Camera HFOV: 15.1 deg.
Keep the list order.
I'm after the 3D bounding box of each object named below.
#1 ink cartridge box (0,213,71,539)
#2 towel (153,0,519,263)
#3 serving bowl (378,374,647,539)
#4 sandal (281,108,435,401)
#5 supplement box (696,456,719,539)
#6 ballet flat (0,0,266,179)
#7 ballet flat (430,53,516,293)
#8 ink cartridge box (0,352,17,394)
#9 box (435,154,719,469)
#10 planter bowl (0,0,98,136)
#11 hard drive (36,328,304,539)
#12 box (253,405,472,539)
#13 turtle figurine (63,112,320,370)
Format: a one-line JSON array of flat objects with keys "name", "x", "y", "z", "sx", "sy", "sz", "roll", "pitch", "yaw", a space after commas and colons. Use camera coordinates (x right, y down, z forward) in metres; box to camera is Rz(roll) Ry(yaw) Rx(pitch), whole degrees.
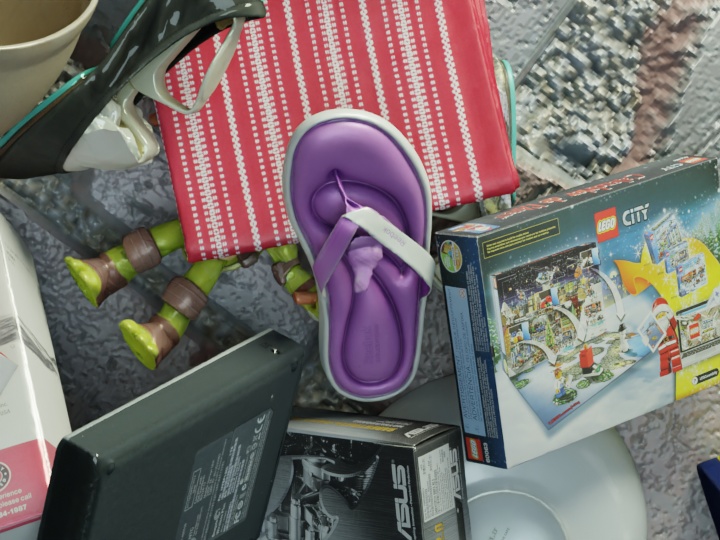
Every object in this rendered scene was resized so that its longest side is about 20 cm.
[{"name": "ink cartridge box", "x": -0.243, "y": 0.081, "z": 1.535, "sx": 0.146, "sy": 0.083, "sz": 0.201, "roll": -18, "pitch": 62, "yaw": 5}, {"name": "towel", "x": -0.016, "y": -0.093, "z": 1.561, "sx": 0.199, "sy": 0.022, "sz": 0.145, "roll": -12, "pitch": 82, "yaw": -1}, {"name": "serving bowl", "x": 0.082, "y": 0.165, "z": 1.654, "sx": 0.199, "sy": 0.066, "sz": 0.201, "roll": -1, "pitch": 103, "yaw": -6}, {"name": "sandal", "x": 0.007, "y": -0.002, "z": 1.531, "sx": 0.082, "sy": 0.050, "sz": 0.203, "roll": -14, "pitch": 128, "yaw": -3}, {"name": "supplement box", "x": 0.323, "y": 0.146, "z": 1.650, "sx": 0.199, "sy": 0.109, "sz": 0.110, "roll": -20, "pitch": 103, "yaw": -1}, {"name": "ballet flat", "x": -0.128, "y": -0.102, "z": 1.525, "sx": 0.200, "sy": 0.068, "sz": 0.068, "roll": -44, "pitch": 82, "yaw": 23}, {"name": "ballet flat", "x": 0.066, "y": -0.026, "z": 1.609, "sx": 0.072, "sy": 0.072, "sz": 0.202, "roll": -9, "pitch": 96, "yaw": -4}, {"name": "ink cartridge box", "x": -0.296, "y": 0.035, "z": 1.472, "sx": 0.199, "sy": 0.084, "sz": 0.176, "roll": 27, "pitch": 80, "yaw": 27}, {"name": "box", "x": 0.137, "y": 0.021, "z": 1.589, "sx": 0.199, "sy": 0.038, "sz": 0.137, "roll": -18, "pitch": 105, "yaw": -37}, {"name": "planter bowl", "x": -0.256, "y": -0.133, "z": 1.507, "sx": 0.199, "sy": 0.201, "sz": 0.135, "roll": 17, "pitch": 127, "yaw": -9}, {"name": "hard drive", "x": -0.109, "y": 0.125, "z": 1.511, "sx": 0.033, "sy": 0.200, "sz": 0.140, "roll": 27, "pitch": 118, "yaw": 22}, {"name": "box", "x": -0.005, "y": 0.184, "z": 1.610, "sx": 0.158, "sy": 0.048, "sz": 0.201, "roll": 5, "pitch": 106, "yaw": 38}, {"name": "turtle figurine", "x": -0.093, "y": -0.030, "z": 1.595, "sx": 0.161, "sy": 0.064, "sz": 0.200, "roll": -39, "pitch": 92, "yaw": -12}]
